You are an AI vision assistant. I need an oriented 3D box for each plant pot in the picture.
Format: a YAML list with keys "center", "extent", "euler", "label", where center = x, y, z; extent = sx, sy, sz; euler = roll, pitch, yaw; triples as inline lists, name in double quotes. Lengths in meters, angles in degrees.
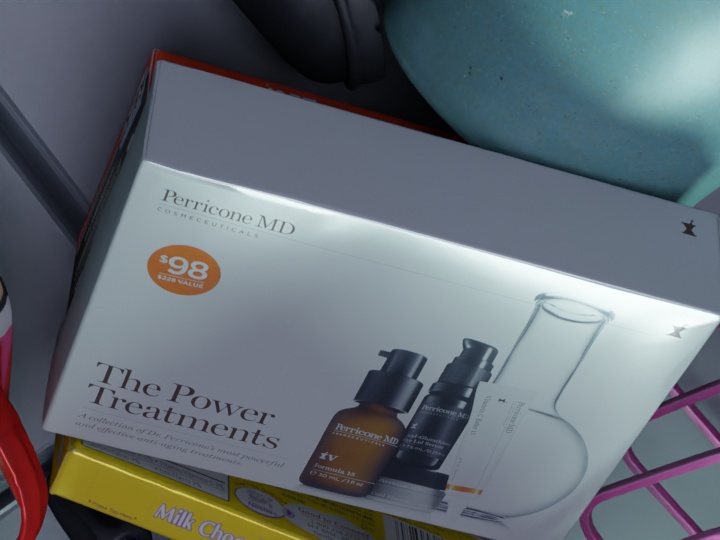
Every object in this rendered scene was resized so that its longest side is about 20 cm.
- center: [0.112, -0.122, 0.787]
  extent: [0.199, 0.200, 0.188]
  euler: [29, 116, -17]
  label: "plant pot"

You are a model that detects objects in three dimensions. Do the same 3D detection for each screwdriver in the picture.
- center: [-0.068, 0.128, 0.836]
  extent: [0.028, 0.200, 0.029]
  euler: [-25, 130, -21]
  label: "screwdriver"

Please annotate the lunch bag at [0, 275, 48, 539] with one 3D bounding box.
- center: [-0.197, 0.076, 0.822]
  extent: [0.175, 0.082, 0.201]
  euler: [12, 109, 16]
  label: "lunch bag"

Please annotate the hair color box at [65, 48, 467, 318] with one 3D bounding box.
- center: [0.000, 0.000, 0.846]
  extent: [0.199, 0.064, 0.111]
  euler: [15, 137, -15]
  label: "hair color box"

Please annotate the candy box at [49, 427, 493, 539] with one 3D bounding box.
- center: [-0.023, 0.086, 0.872]
  extent: [0.199, 0.102, 0.027]
  euler: [23, 111, -15]
  label: "candy box"

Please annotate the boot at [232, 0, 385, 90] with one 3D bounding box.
- center: [-0.096, -0.134, 0.802]
  extent: [0.167, 0.076, 0.201]
  euler: [-22, 109, -1]
  label: "boot"

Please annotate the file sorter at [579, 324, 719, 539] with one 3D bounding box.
- center: [0.154, 0.115, 0.841]
  extent: [0.125, 0.200, 0.139]
  euler: [46, 138, -14]
  label: "file sorter"

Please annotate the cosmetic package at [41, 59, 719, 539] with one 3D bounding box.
- center: [0.004, 0.019, 0.782]
  extent: [0.199, 0.052, 0.151]
  euler: [14, 136, -11]
  label: "cosmetic package"
